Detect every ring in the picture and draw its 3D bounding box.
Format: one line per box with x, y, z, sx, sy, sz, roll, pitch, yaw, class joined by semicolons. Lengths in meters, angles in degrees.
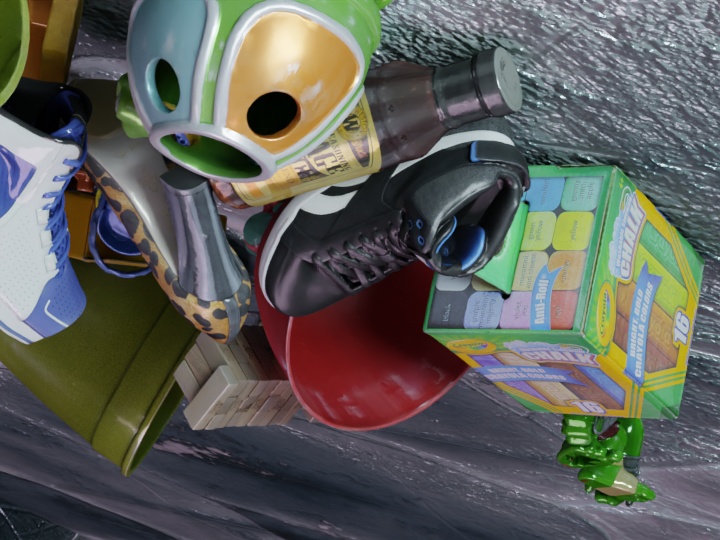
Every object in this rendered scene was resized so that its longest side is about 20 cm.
-0.217;-0.070;1.655;0.200;0.019;0.200;9;180;0;ring

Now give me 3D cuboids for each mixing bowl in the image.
0.000;0.000;1.510;0.108;0.200;0.200;37;179;42;mixing bowl

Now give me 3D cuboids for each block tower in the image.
-0.045;0.076;1.571;0.200;0.058;0.054;0;138;-45;block tower

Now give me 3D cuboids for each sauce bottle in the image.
0.000;-0.091;1.300;0.199;0.066;0.066;-17;148;24;sauce bottle

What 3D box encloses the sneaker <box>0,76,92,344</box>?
-0.209;-0.052;1.344;0.115;0.081;0.200;-20;121;15;sneaker

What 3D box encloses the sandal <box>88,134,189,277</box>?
-0.139;-0.064;1.495;0.079;0.087;0.200;22;133;-6;sandal

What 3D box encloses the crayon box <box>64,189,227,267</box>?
-0.194;-0.032;1.686;0.127;0.051;0.200;8;-178;-38;crayon box

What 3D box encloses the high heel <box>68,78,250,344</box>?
-0.141;-0.040;1.428;0.200;0.071;0.143;43;153;47;high heel

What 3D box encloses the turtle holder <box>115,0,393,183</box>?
-0.081;-0.126;1.237;0.185;0.132;0.141;10;162;27;turtle holder

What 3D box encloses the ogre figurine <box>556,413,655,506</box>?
0.199;0.108;1.706;0.098;0.120;0.200;1;157;37;ogre figurine

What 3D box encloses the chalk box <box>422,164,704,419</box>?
0.130;0.007;1.431;0.123;0.125;0.200;1;158;34;chalk box

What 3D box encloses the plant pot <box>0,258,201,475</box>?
-0.234;0.044;1.869;0.193;0.201;0.200;30;164;2;plant pot

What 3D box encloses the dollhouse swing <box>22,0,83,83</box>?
-0.293;-0.121;1.368;0.199;0.176;0.182;14;164;-7;dollhouse swing

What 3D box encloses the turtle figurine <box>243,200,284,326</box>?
-0.048;-0.006;1.615;0.100;0.150;0.200;-16;154;34;turtle figurine

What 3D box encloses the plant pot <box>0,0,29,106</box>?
-0.330;-0.141;1.236;0.193;0.201;0.200;-24;140;33;plant pot

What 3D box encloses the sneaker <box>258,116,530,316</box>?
0.017;-0.019;1.327;0.200;0.112;0.073;-42;125;19;sneaker
